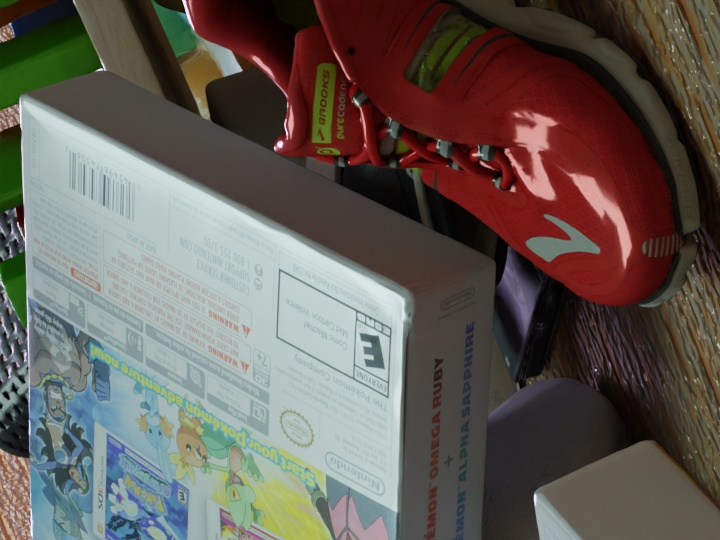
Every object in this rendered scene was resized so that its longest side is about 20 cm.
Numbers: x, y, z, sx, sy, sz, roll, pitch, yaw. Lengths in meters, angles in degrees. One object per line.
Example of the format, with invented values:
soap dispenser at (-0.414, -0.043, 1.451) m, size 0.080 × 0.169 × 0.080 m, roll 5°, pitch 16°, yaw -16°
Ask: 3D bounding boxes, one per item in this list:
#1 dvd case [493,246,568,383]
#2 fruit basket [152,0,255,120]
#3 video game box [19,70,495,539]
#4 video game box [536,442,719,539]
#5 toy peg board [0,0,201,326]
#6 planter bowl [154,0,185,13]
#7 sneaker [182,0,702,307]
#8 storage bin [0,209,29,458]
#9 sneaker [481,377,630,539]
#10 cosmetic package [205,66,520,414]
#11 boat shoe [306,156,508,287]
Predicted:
dvd case at (0.031, -0.071, 1.113) m, size 0.149 × 0.016 × 0.201 m, roll 96°, pitch 155°, yaw -71°
fruit basket at (-0.061, -0.047, 1.499) m, size 0.186 × 0.093 × 0.201 m, roll 87°, pitch 159°, yaw -60°
video game box at (-0.039, 0.049, 1.029) m, size 0.199 × 0.047 × 0.183 m, roll 28°, pitch 124°, yaw 40°
video game box at (0.123, 0.173, 0.823) m, size 0.200 × 0.047 × 0.183 m, roll 48°, pitch 154°, yaw 49°
toy peg board at (-0.136, -0.092, 1.281) m, size 0.199 × 0.097 × 0.201 m, roll -111°, pitch -1°, yaw -62°
planter bowl at (-0.067, -0.170, 1.242) m, size 0.200 × 0.083 × 0.202 m, roll 163°, pitch 90°, yaw -88°
sneaker at (0.018, -0.045, 0.900) m, size 0.200 × 0.085 × 0.077 m, roll 40°, pitch 135°, yaw 35°
storage bin at (-0.113, 0.023, 1.587) m, size 0.094 × 0.199 × 0.136 m, roll -45°, pitch 54°, yaw 32°
sneaker at (0.083, 0.108, 1.019) m, size 0.089 × 0.075 × 0.200 m, roll 54°, pitch -179°, yaw -24°
cosmetic package at (0.000, 0.000, 1.270) m, size 0.200 × 0.073 × 0.104 m, roll -120°, pitch 15°, yaw -51°
boat shoe at (0.020, -0.089, 1.005) m, size 0.060 × 0.075 × 0.201 m, roll 4°, pitch 106°, yaw 34°
